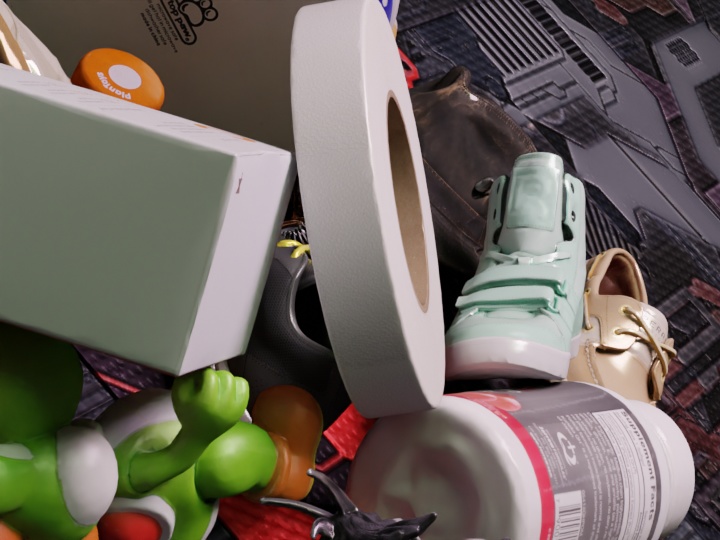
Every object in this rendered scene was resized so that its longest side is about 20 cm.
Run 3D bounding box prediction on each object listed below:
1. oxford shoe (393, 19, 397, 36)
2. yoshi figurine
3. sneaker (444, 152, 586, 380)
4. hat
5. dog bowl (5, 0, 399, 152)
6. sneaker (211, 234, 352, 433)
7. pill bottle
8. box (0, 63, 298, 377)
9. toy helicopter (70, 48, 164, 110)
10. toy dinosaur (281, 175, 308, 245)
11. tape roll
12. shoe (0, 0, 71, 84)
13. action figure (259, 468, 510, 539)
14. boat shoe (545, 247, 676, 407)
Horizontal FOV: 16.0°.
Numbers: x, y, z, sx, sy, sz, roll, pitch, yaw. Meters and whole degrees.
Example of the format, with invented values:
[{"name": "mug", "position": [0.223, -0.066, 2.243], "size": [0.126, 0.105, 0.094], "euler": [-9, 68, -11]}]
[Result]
[{"name": "oxford shoe", "position": [-0.060, -0.163, 1.453], "size": [0.200, 0.058, 0.075], "euler": [33, -15, 16]}, {"name": "yoshi figurine", "position": [-0.112, 0.063, 1.137], "size": [0.200, 0.113, 0.112], "euler": [-1, 44, -51]}, {"name": "sneaker", "position": [0.080, -0.003, 1.374], "size": [0.200, 0.074, 0.119], "euler": [-26, 117, -78]}, {"name": "hat", "position": [0.055, -0.071, 1.510], "size": [0.201, 0.081, 0.201], "euler": [47, 11, -12]}, {"name": "dog bowl", "position": [-0.083, -0.150, 1.352], "size": [0.200, 0.200, 0.079], "euler": [40, 31, -8]}, {"name": "sneaker", "position": [-0.052, 0.004, 1.291], "size": [0.074, 0.084, 0.200], "euler": [27, 37, -58]}, {"name": "pill bottle", "position": [0.091, 0.114, 1.325], "size": [0.200, 0.111, 0.111], "euler": [-2, 53, -54]}, {"name": "box", "position": [-0.143, -0.033, 1.107], "size": [0.199, 0.098, 0.124], "euler": [17, 6, 10]}, {"name": "toy helicopter", "position": [-0.204, -0.086, 1.265], "size": [0.200, 0.079, 0.132], "euler": [34, 37, 2]}, {"name": "toy dinosaur", "position": [0.000, 0.000, 1.387], "size": [0.200, 0.102, 0.136], "euler": [39, 2, 39]}, {"name": "tape roll", "position": [0.006, -0.030, 1.218], "size": [0.203, 0.037, 0.203], "euler": [-9, 90, -82]}, {"name": "shoe", "position": [-0.165, -0.067, 1.203], "size": [0.200, 0.070, 0.053], "euler": [56, 17, 5]}, {"name": "action figure", "position": [0.034, 0.174, 1.168], "size": [0.102, 0.119, 0.200], "euler": [-22, 81, -57]}, {"name": "boat shoe", "position": [0.148, 0.044, 1.505], "size": [0.074, 0.069, 0.200], "euler": [45, 16, -24]}]
